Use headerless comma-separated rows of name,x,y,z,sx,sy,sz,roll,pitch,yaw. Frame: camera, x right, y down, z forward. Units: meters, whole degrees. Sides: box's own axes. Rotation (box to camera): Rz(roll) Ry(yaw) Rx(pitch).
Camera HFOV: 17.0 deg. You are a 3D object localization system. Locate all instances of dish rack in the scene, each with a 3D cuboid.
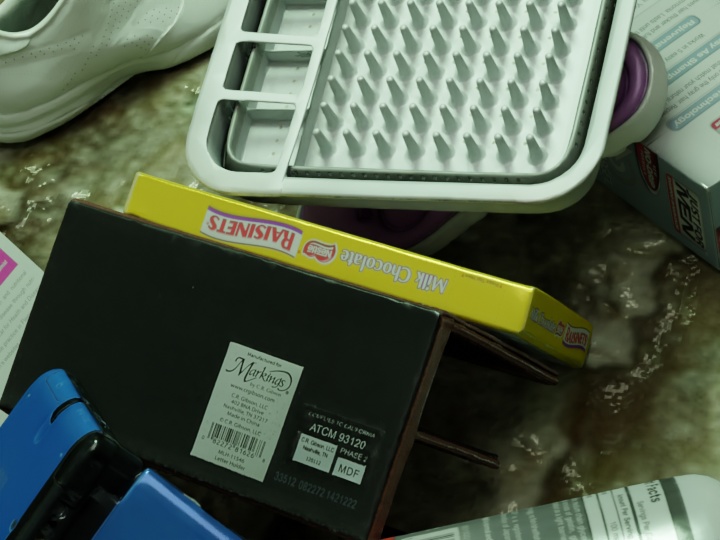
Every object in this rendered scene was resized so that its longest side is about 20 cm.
dish rack,0.031,-0.095,1.106,0.199,0.044,0.172,2,59,23

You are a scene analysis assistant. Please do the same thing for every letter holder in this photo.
letter holder,-0.032,0.053,1.073,0.199,0.142,0.101,17,86,31

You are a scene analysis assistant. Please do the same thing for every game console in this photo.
game console,-0.125,0.167,0.984,0.200,0.118,0.171,-54,22,2

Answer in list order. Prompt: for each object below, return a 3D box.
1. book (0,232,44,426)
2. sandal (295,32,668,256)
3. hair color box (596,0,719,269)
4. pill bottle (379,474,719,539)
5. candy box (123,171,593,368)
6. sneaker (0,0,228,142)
book,-0.220,0.016,1.096,0.134,0.200,0.048,-52,12,-31
sandal,0.047,-0.065,1.136,0.202,0.050,0.083,-27,58,21
hair color box,0.141,-0.095,1.178,0.099,0.061,0.200,-35,49,-17
pill bottle,0.100,0.144,0.933,0.199,0.116,0.116,-12,46,3
candy box,0.000,0.000,1.093,0.199,0.102,0.027,17,88,22
sneaker,-0.129,-0.151,1.280,0.200,0.089,0.075,-36,48,-19
